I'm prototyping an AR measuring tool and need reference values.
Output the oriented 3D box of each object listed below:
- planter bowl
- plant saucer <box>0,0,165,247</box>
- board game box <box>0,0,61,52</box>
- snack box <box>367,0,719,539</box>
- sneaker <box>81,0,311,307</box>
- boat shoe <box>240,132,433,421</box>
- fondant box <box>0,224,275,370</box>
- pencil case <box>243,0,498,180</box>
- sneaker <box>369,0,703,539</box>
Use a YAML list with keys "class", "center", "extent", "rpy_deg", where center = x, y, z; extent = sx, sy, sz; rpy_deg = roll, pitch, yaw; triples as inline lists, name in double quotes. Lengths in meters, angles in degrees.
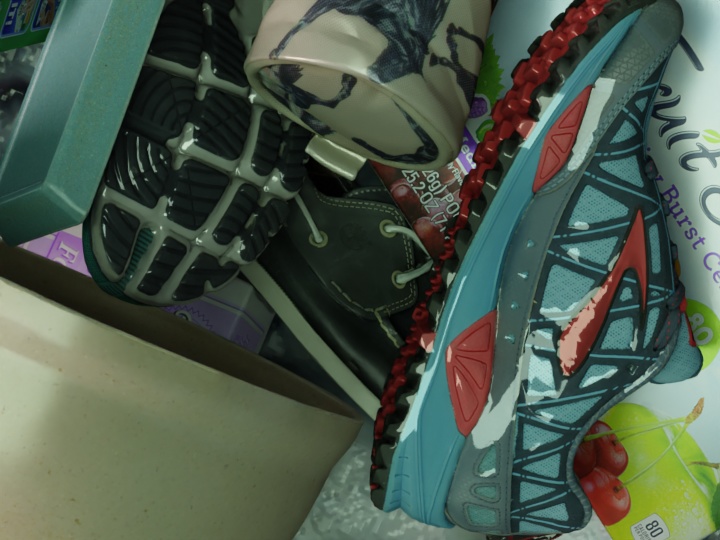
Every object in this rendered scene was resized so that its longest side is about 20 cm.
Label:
- class: "planter bowl"
  center: [-0.117, 0.067, 0.805]
  extent: [0.200, 0.200, 0.135]
  rpy_deg: [25, 91, 10]
- class: "plant saucer"
  center: [-0.081, -0.105, 0.839]
  extent: [0.019, 0.070, 0.200]
  rpy_deg: [25, 72, -24]
- class: "board game box"
  center: [-0.095, -0.177, 0.872]
  extent: [0.029, 0.135, 0.200]
  rpy_deg: [22, 104, 9]
- class: "snack box"
  center: [0.118, -0.022, 0.873]
  extent: [0.169, 0.068, 0.200]
  rpy_deg: [-32, 90, 18]
- class: "sneaker"
  center: [-0.064, -0.068, 0.875]
  extent: [0.077, 0.200, 0.080]
  rpy_deg: [32, 139, -31]
- class: "boat shoe"
  center: [0.000, 0.000, 0.903]
  extent: [0.068, 0.072, 0.200]
  rpy_deg: [-41, 77, 8]
- class: "fondant box"
  center: [-0.152, 0.039, 0.938]
  extent: [0.200, 0.058, 0.144]
  rpy_deg: [22, 82, 10]
- class: "pencil case"
  center: [0.024, -0.133, 0.836]
  extent: [0.078, 0.089, 0.200]
  rpy_deg: [18, 78, 6]
- class: "sneaker"
  center: [0.075, 0.000, 0.827]
  extent: [0.095, 0.079, 0.200]
  rpy_deg: [20, 107, -6]
